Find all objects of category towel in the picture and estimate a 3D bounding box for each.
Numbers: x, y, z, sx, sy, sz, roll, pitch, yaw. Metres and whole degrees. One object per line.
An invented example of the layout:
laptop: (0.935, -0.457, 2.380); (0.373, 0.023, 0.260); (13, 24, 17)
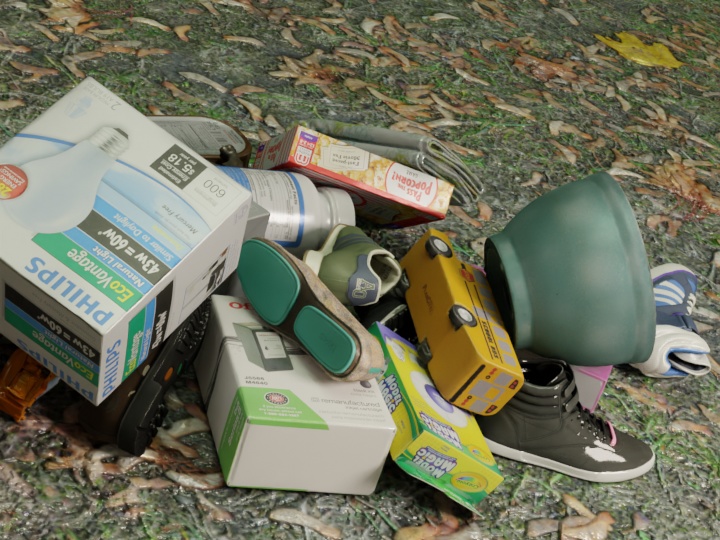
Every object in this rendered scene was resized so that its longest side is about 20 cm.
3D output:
towel: (0.032, -0.133, 1.802); (0.200, 0.048, 0.171); (11, -11, 31)

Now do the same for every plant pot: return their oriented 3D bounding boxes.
plant pot: (0.203, 0.010, 1.521); (0.134, 0.201, 0.200); (-12, 35, -5)

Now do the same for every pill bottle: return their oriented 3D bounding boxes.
pill bottle: (-0.112, -0.056, 1.645); (0.200, 0.112, 0.112); (4, 32, -31)

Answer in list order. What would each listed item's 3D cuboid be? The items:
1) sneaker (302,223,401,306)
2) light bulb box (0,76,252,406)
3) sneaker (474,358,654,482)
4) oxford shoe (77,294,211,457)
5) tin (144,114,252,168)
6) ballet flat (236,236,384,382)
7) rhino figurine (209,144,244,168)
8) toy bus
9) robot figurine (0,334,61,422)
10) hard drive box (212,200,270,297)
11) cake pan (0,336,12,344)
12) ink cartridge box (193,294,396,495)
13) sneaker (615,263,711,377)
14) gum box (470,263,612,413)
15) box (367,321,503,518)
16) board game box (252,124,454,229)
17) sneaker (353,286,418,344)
sneaker: (0.000, 0.000, 1.551); (0.090, 0.067, 0.200); (11, 13, 10)
light bulb box: (-0.236, -0.028, 1.310); (0.198, 0.125, 0.200); (35, 56, 12)
sneaker: (0.217, 0.148, 1.501); (0.199, 0.099, 0.071); (13, 28, -12)
oxford shoe: (-0.198, 0.070, 1.375); (0.084, 0.073, 0.200); (19, 52, 13)
tin: (-0.227, -0.151, 1.820); (0.200, 0.042, 0.112); (-4, 32, -34)
ballet flat: (-0.047, 0.041, 1.412); (0.067, 0.068, 0.200); (15, 26, -50)
rhino figurine: (-0.216, -0.101, 1.717); (0.200, 0.060, 0.087); (-6, 39, -33)
toy bus: (0.097, 0.048, 1.505); (0.078, 0.065, 0.200); (22, 32, -29)
robot figurine: (-0.299, 0.034, 1.372); (0.145, 0.058, 0.200); (30, 55, -2)
hard drive box: (-0.202, -0.036, 1.518); (0.200, 0.156, 0.077); (35, 33, 26)
cake pan: (-0.372, 0.008, 1.469); (0.200, 0.037, 0.200); (13, 30, -8)
ink cartridge box: (-0.068, 0.114, 1.411); (0.145, 0.084, 0.200); (6, 31, -21)
sneaker: (0.366, 0.071, 1.747); (0.200, 0.081, 0.147); (-9, 47, -44)
gum box: (0.177, 0.077, 1.627); (0.200, 0.066, 0.114); (24, 33, 9)
box: (0.064, 0.144, 1.431); (0.117, 0.048, 0.200); (34, 21, -33)
board game box: (-0.012, -0.106, 1.742); (0.200, 0.046, 0.151); (19, -10, -18)
sneaker: (0.019, 0.047, 1.598); (0.087, 0.076, 0.200); (23, 20, 16)
